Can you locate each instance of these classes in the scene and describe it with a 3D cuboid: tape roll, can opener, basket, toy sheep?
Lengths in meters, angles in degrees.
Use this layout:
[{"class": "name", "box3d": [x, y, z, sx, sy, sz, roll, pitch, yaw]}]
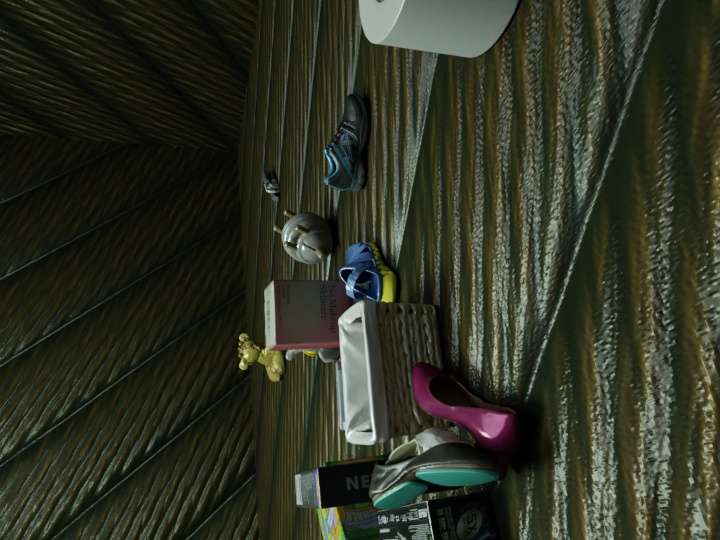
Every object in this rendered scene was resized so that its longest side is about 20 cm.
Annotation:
[{"class": "tape roll", "box3d": [0.093, -0.372, 0.653, 0.203, 0.138, 0.204, 180, 90, -71]}, {"class": "can opener", "box3d": [-0.353, -0.334, 2.110, 0.200, 0.052, 0.067, -116, 31, -53]}, {"class": "basket", "box3d": [0.046, 0.153, 0.814, 0.136, 0.123, 0.201, 138, 131, -66]}, {"class": "toy sheep", "box3d": [-0.133, -0.080, 1.337, 0.200, 0.137, 0.138, -123, 37, -49]}]

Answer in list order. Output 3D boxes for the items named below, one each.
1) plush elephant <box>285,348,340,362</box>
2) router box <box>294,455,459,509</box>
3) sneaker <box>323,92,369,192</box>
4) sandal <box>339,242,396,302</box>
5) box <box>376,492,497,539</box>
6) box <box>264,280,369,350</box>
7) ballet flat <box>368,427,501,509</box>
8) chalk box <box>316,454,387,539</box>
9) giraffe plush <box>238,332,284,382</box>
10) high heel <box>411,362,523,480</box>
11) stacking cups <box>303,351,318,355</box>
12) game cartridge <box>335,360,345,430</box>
[{"class": "plush elephant", "box3d": [-0.112, 0.138, 1.212, 0.200, 0.165, 0.155, -46, 5, 40]}, {"class": "router box", "box3d": [0.017, 0.303, 0.780, 0.157, 0.199, 0.052, 127, 139, -62]}, {"class": "sneaker", "box3d": [-0.030, -0.264, 1.107, 0.073, 0.081, 0.201, -171, 83, -73]}, {"class": "sandal", "box3d": [0.000, 0.000, 1.013, 0.200, 0.087, 0.080, -128, 40, -64]}, {"class": "box", "box3d": [0.102, 0.389, 0.705, 0.200, 0.086, 0.165, 122, 144, -58]}, {"class": "box", "box3d": [-0.087, 0.090, 1.089, 0.109, 0.199, 0.129, 144, 124, -67]}, {"class": "ballet flat", "box3d": [0.077, 0.227, 0.637, 0.200, 0.068, 0.069, -36, 39, 39]}, {"class": "chalk box", "box3d": [0.008, 0.441, 0.928, 0.200, 0.124, 0.124, -120, 35, -54]}, {"class": "giraffe plush", "box3d": [-0.365, 0.306, 1.971, 0.173, 0.161, 0.201, -112, 28, -48]}, {"class": "high heel", "box3d": [0.128, 0.151, 0.666, 0.200, 0.067, 0.097, 44, 136, 49]}, {"class": "stacking cups", "box3d": [-0.103, 0.142, 1.353, 0.200, 0.060, 0.061, 114, 150, -51]}, {"class": "game cartridge", "box3d": [-0.031, 0.254, 1.114, 0.200, 0.041, 0.134, 108, 163, -78]}]
